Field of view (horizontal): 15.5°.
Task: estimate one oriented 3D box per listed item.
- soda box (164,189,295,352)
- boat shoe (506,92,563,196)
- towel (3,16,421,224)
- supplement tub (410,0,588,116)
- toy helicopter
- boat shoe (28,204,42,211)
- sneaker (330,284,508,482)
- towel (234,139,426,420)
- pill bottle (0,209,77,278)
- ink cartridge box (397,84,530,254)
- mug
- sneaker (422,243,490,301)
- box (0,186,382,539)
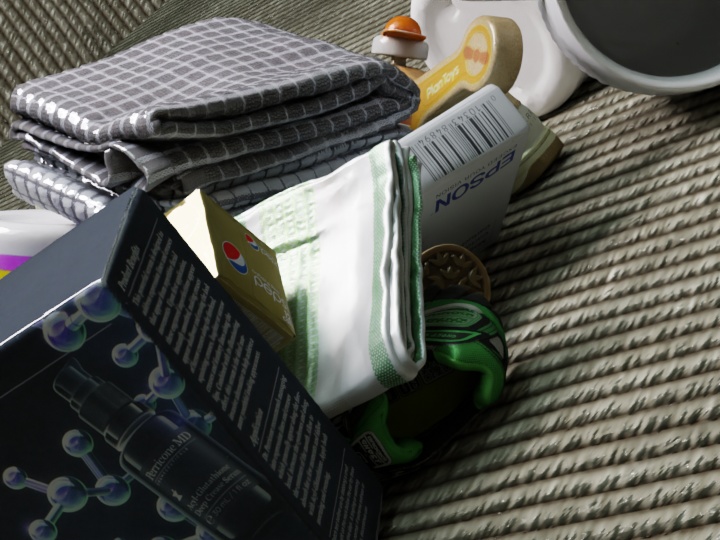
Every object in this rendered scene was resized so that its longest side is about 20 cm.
[{"bbox_3d":[-0.131,0.049,1.325,0.200,0.064,0.068,-35,41,18],"label":"soda box"},{"bbox_3d":[0.042,-0.064,1.706,0.200,0.066,0.074,-26,16,40],"label":"boat shoe"},{"bbox_3d":[-0.087,-0.085,1.521,0.200,0.086,0.165,-18,27,-35],"label":"towel"},{"bbox_3d":[0.135,-0.206,1.817,0.132,0.132,0.200,-23,18,46],"label":"supplement tub"},{"bbox_3d":[0.040,-0.106,1.586,0.200,0.079,0.133,-36,50,55],"label":"toy helicopter"},{"bbox_3d":[-0.158,-0.061,1.690,0.066,0.072,0.201,-40,8,36],"label":"boat shoe"},{"bbox_3d":[-0.015,0.080,1.325,0.200,0.078,0.085,-36,14,6],"label":"sneaker"},{"bbox_3d":[-0.057,0.025,1.341,0.199,0.031,0.150,-23,45,26],"label":"towel"},{"bbox_3d":[-0.185,0.068,1.546,0.104,0.201,0.104,2,7,0],"label":"pill bottle"},{"bbox_3d":[0.000,0.000,1.520,0.196,0.043,0.200,-33,-20,-18],"label":"ink cartridge box"},{"bbox_3d":[0.149,-0.176,1.567,0.199,0.148,0.175,-1,3,-2],"label":"mug"},{"bbox_3d":[-0.018,0.063,1.441,0.200,0.067,0.090,-40,5,-13],"label":"sneaker"},{"bbox_3d":[-0.107,0.091,1.238,0.148,0.200,0.107,-33,18,18],"label":"box"}]
